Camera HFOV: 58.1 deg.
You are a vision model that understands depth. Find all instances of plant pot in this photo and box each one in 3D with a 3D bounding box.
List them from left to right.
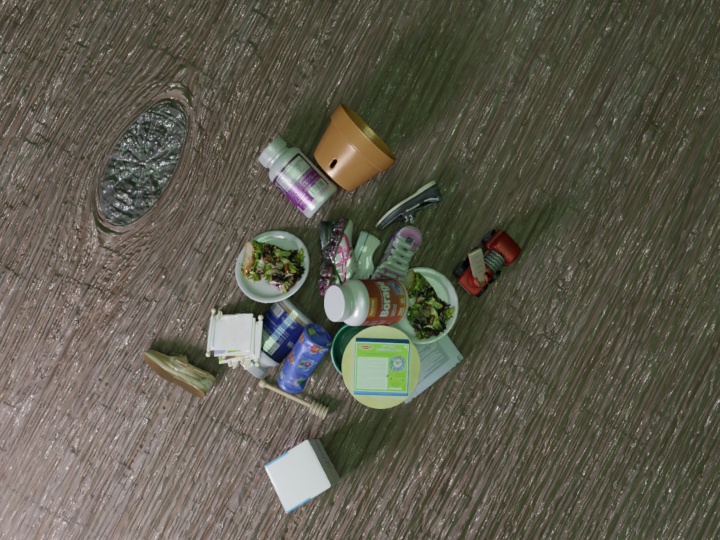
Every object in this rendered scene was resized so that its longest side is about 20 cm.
[{"bbox_3d":[-0.024,-0.299,1.636,0.200,0.200,0.140,45,106,-4],"label":"plant pot"}]

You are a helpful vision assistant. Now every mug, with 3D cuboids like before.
[{"bbox_3d":[0.008,0.213,1.678,0.185,0.114,0.152,44,88,-4],"label":"mug"}]

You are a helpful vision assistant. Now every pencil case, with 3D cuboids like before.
[{"bbox_3d":[-0.139,0.224,1.645,0.085,0.079,0.201,11,128,-29],"label":"pencil case"}]

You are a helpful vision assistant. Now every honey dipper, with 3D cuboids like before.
[{"bbox_3d":[-0.177,0.334,1.709,0.197,0.038,0.039,26,90,-2],"label":"honey dipper"}]

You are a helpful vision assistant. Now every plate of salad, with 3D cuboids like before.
[{"bbox_3d":[-0.228,-0.016,1.658,0.196,0.048,0.204,-3,65,7],"label":"plate of salad"},{"bbox_3d":[0.157,0.090,1.693,0.196,0.048,0.204,-1,79,6],"label":"plate of salad"}]

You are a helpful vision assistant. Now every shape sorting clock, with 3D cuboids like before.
[{"bbox_3d":[0.051,0.238,1.604,0.196,0.039,0.205,0,88,-4],"label":"shape sorting clock"}]

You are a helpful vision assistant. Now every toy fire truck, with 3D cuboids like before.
[{"bbox_3d":[0.325,-0.028,1.648,0.129,0.200,0.176,44,89,-4],"label":"toy fire truck"}]

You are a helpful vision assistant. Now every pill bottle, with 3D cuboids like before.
[{"bbox_3d":[-0.223,0.171,1.662,0.116,0.116,0.200,42,90,-4],"label":"pill bottle"},{"bbox_3d":[-0.163,-0.241,1.657,0.200,0.112,0.112,45,89,-3],"label":"pill bottle"},{"bbox_3d":[0.014,0.078,1.586,0.197,0.111,0.115,0,92,-38],"label":"pill bottle"}]

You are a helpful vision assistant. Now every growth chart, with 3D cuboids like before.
[{"bbox_3d":[-0.319,0.172,1.636,0.197,0.018,0.148,2,78,34],"label":"growth chart"}]

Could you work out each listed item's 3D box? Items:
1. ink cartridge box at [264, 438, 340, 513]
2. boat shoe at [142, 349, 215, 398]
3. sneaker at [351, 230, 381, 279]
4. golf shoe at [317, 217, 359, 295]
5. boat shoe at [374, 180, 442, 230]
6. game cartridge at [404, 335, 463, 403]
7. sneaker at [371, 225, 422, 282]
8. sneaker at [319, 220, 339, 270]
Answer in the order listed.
[{"bbox_3d":[-0.141,0.516,1.645,0.127,0.200,0.127,-30,75,-2],"label":"ink cartridge box"},{"bbox_3d":[-0.471,0.255,1.680,0.198,0.072,0.065,30,55,4],"label":"boat shoe"},{"bbox_3d":[0.000,0.000,1.692,0.070,0.073,0.204,20,90,0],"label":"sneaker"},{"bbox_3d":[-0.044,-0.029,1.632,0.091,0.072,0.204,14,90,-22],"label":"golf shoe"},{"bbox_3d":[0.129,-0.157,1.697,0.198,0.073,0.063,-36,90,-7],"label":"boat shoe"},{"bbox_3d":[0.161,0.241,1.728,0.199,0.040,0.134,-37,97,-2],"label":"game cartridge"},{"bbox_3d":[0.090,-0.032,1.696,0.079,0.089,0.202,26,104,-16],"label":"sneaker"},{"bbox_3d":[-0.065,-0.029,1.687,0.078,0.075,0.205,-3,92,-6],"label":"sneaker"}]
